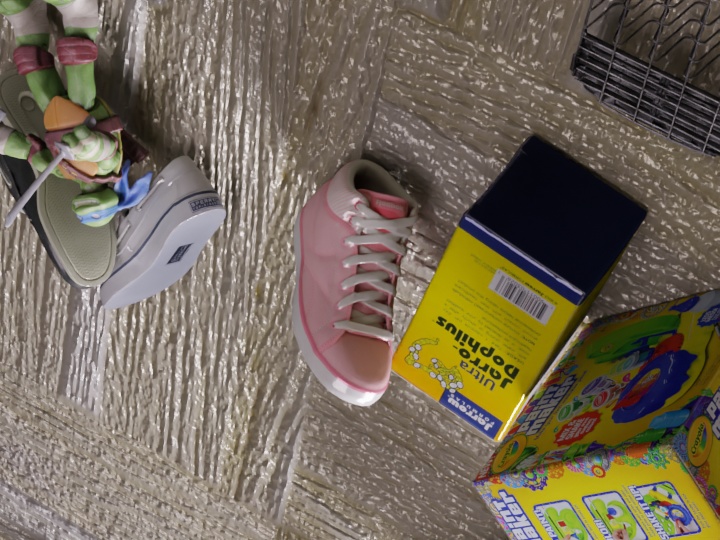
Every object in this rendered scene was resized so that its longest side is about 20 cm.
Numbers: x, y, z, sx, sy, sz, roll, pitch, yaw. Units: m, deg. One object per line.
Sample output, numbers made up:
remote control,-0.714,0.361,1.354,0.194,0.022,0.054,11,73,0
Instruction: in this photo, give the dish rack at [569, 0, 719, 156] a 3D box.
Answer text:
dish rack,0.223,-0.171,1.474,0.153,0.055,0.200,29,140,15

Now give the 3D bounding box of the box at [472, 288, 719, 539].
box,0.225,0.126,1.623,0.192,0.200,0.122,-18,114,44

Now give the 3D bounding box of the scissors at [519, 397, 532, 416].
scissors,0.128,0.098,1.821,0.073,0.014,0.200,-14,115,47

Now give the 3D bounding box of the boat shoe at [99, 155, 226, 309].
boat shoe,-0.177,-0.032,1.908,0.200,0.073,0.066,-42,67,47

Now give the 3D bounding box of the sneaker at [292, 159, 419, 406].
sneaker,0.000,0.000,1.713,0.075,0.201,0.105,15,137,-28

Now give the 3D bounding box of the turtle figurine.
turtle figurine,-0.266,-0.127,1.789,0.144,0.199,0.195,179,83,-74

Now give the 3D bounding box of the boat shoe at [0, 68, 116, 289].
boat shoe,-0.269,-0.073,1.902,0.068,0.072,0.201,-36,76,51

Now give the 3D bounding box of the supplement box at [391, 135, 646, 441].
supplement box,0.117,0.016,1.679,0.109,0.109,0.200,34,139,8
